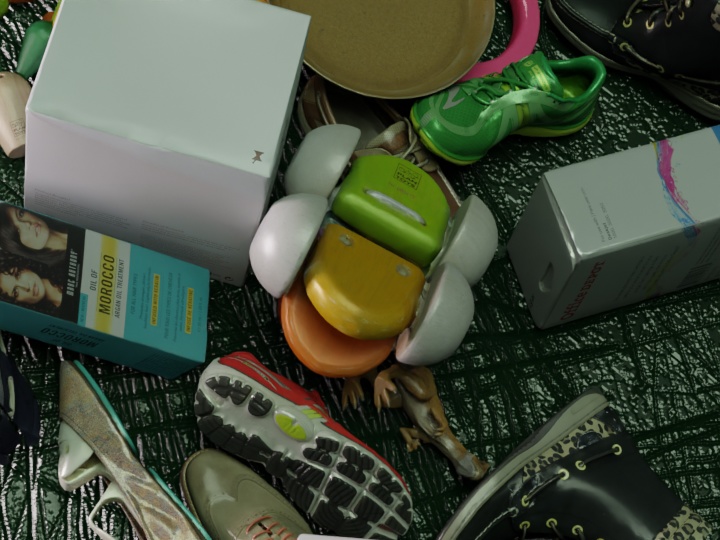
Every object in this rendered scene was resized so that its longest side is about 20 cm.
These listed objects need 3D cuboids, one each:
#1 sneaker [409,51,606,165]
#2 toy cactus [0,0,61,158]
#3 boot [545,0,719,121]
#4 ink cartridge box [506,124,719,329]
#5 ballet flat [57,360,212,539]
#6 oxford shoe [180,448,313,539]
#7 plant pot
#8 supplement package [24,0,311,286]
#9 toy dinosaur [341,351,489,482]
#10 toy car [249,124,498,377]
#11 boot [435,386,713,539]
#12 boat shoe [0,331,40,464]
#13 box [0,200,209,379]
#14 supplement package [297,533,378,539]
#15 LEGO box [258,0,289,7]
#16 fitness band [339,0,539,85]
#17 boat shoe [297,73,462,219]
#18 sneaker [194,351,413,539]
[{"bbox_3d":[0.122,-0.146,1.737,0.199,0.084,0.074,-18,64,-36],"label":"sneaker"},{"bbox_3d":[-0.298,-0.176,1.704,0.198,0.102,0.166,-19,77,-25],"label":"toy cactus"},{"bbox_3d":[0.264,-0.222,1.768,0.202,0.154,0.074,31,64,5],"label":"boot"},{"bbox_3d":[0.232,-0.038,1.693,0.198,0.145,0.085,-16,69,-16],"label":"ink cartridge box"},{"bbox_3d":[-0.187,0.158,1.580,0.067,0.068,0.200,-35,74,-14],"label":"ballet flat"},{"bbox_3d":[-0.060,0.206,1.572,0.070,0.075,0.200,-38,76,-22],"label":"oxford shoe"},{"bbox_3d":[0.014,-0.228,1.731,0.198,0.028,0.202,6,67,-14],"label":"plant pot"},{"bbox_3d":[-0.153,-0.114,1.633,0.189,0.200,0.148,15,64,-3],"label":"supplement package"},{"bbox_3d":[0.039,0.087,1.664,0.106,0.060,0.202,5,56,-42],"label":"toy dinosaur"},{"bbox_3d":[0.000,0.000,1.628,0.174,0.150,0.201,28,44,-5],"label":"toy car"},{"bbox_3d":[0.162,0.205,1.612,0.203,0.074,0.154,-40,80,-21],"label":"boot"},{"bbox_3d":[-0.303,0.063,1.607,0.074,0.093,0.201,-31,45,10],"label":"boat shoe"},{"bbox_3d":[-0.211,0.015,1.598,0.199,0.049,0.083,19,60,-34],"label":"box"},{"bbox_3d":[0.032,0.290,1.469,0.200,0.121,0.121,45,58,-35],"label":"supplement package"},{"bbox_3d":[-0.131,-0.279,1.779,0.199,0.077,0.149,33,64,6],"label":"LEGO box"},{"bbox_3d":[0.061,-0.222,1.787,0.198,0.037,0.145,-3,72,-24],"label":"fitness band"},{"bbox_3d":[0.021,-0.089,1.721,0.076,0.072,0.200,-39,77,-23],"label":"boat shoe"},{"bbox_3d":[-0.035,0.128,1.616,0.199,0.077,0.085,39,26,-5],"label":"sneaker"}]
